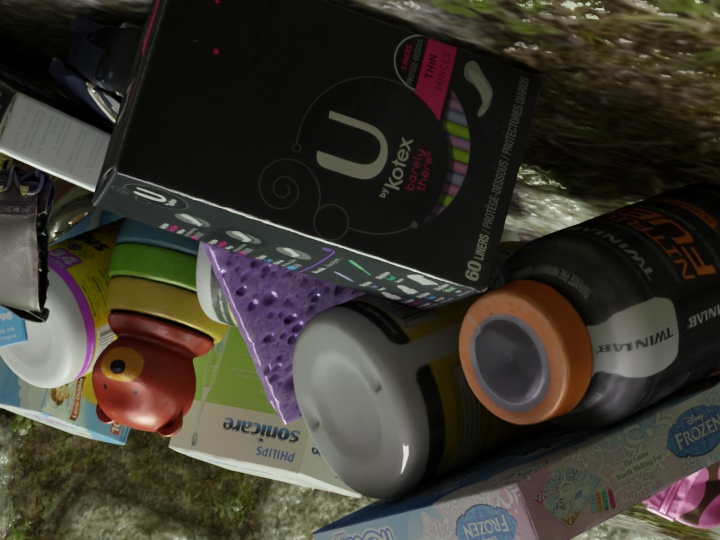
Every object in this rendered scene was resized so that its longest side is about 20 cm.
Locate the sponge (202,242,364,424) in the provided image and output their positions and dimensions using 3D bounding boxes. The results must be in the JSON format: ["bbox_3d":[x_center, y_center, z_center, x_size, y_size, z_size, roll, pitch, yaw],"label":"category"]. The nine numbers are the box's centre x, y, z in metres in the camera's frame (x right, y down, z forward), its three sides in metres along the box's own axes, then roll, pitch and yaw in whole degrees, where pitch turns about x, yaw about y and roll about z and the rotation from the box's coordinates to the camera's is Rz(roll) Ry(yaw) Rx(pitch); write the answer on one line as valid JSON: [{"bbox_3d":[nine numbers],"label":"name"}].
[{"bbox_3d":[-0.031,-0.008,1.032,0.030,0.111,0.200,51,165,52],"label":"sponge"}]

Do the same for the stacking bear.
[{"bbox_3d":[-0.143,0.022,1.294,0.121,0.201,0.114,12,168,18],"label":"stacking bear"}]

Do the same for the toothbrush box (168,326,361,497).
[{"bbox_3d":[-0.052,0.065,1.380,0.145,0.201,0.086,5,164,40],"label":"toothbrush box"}]

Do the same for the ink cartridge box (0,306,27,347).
[{"bbox_3d":[-0.288,-0.054,1.219,0.066,0.201,0.116,-12,-155,-15],"label":"ink cartridge box"}]

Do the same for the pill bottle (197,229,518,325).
[{"bbox_3d":[0.000,0.000,1.180,0.199,0.115,0.114,13,168,15],"label":"pill bottle"}]

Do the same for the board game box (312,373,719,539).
[{"bbox_3d":[0.105,0.118,0.985,0.199,0.044,0.200,-21,178,-36],"label":"board game box"}]

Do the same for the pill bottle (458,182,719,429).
[{"bbox_3d":[0.141,0.022,0.937,0.106,0.107,0.200,5,-163,42],"label":"pill bottle"}]

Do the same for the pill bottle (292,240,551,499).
[{"bbox_3d":[0.070,0.049,1.029,0.199,0.115,0.114,-20,-170,-32],"label":"pill bottle"}]

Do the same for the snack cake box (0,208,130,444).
[{"bbox_3d":[-0.233,0.037,1.491,0.067,0.201,0.115,8,166,32],"label":"snack cake box"}]

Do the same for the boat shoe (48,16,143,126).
[{"bbox_3d":[-0.099,-0.094,1.046,0.093,0.075,0.200,20,168,37],"label":"boat shoe"}]

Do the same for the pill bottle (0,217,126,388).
[{"bbox_3d":[-0.194,0.014,1.393,0.104,0.105,0.200,7,-158,38],"label":"pill bottle"}]

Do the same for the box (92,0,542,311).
[{"bbox_3d":[-0.025,-0.067,0.906,0.199,0.123,0.106,17,169,-12],"label":"box"}]

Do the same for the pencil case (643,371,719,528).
[{"bbox_3d":[0.243,0.083,1.109,0.091,0.094,0.200,27,128,6],"label":"pencil case"}]

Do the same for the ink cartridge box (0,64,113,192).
[{"bbox_3d":[-0.190,-0.087,1.110,0.200,0.044,0.198,28,-178,-43],"label":"ink cartridge box"}]

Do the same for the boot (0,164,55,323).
[{"bbox_3d":[-0.281,-0.059,1.113,0.173,0.201,0.069,2,-149,6],"label":"boot"}]

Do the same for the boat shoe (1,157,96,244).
[{"bbox_3d":[-0.241,-0.069,1.359,0.074,0.076,0.200,51,171,-8],"label":"boat shoe"}]
